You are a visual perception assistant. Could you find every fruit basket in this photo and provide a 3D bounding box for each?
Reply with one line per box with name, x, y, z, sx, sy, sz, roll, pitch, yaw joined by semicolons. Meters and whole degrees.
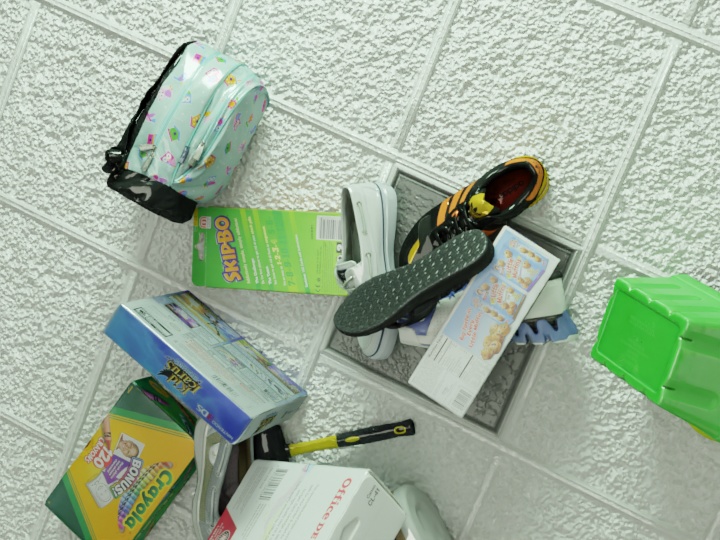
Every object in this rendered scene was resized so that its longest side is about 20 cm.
fruit basket;0.365;0.102;1.557;0.214;0.215;0.157;21;100;15

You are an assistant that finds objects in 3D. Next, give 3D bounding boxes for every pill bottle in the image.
pill bottle;0.000;0.337;1.707;0.199;0.111;0.112;-32;84;17

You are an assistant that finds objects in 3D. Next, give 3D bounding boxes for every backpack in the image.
backpack;-0.196;-0.158;1.725;0.126;0.167;0.201;29;89;3

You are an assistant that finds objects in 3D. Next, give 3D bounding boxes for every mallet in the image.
mallet;-0.036;0.191;1.750;0.198;0.041;0.066;-20;91;14

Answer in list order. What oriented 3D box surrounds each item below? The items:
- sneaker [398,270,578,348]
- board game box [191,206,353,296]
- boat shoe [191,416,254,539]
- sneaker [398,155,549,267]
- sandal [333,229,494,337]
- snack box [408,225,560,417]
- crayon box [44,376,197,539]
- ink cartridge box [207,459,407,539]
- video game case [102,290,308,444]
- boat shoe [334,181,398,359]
sneaker;0.141;0.027;1.666;0.197;0.081;0.117;-4;89;11
board game box;-0.104;-0.024;1.760;0.198;0.030;0.097;3;94;15
boat shoe;-0.151;0.260;1.754;0.064;0.074;0.204;9;104;44
sneaker;0.119;-0.061;1.644;0.199;0.090;0.070;-37;82;6
sandal;0.062;0.027;1.622;0.199;0.076;0.048;-27;126;18
snack box;0.133;0.055;1.615;0.072;0.024;0.201;32;96;8
crayon box;-0.278;0.244;1.815;0.119;0.058;0.201;40;104;11
ink cartridge box;-0.068;0.294;1.644;0.199;0.148;0.086;-1;138;47
video game case;-0.174;0.107;1.710;0.200;0.181;0.046;40;105;11
boat shoe;0.000;0.000;1.698;0.073;0.066;0.202;-13;77;60
